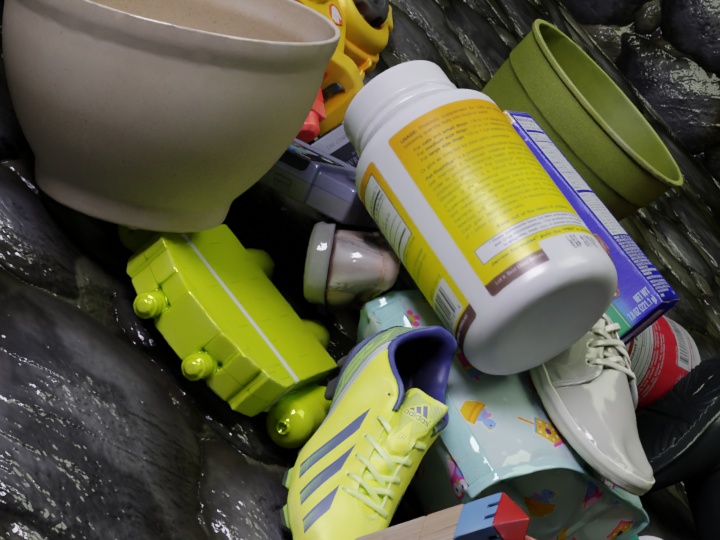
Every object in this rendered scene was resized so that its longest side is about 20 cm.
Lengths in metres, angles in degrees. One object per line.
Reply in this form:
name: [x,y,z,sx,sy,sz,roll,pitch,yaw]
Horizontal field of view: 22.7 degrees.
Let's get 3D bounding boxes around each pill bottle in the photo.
pill bottle: [0.206,0.069,1.568,0.200,0.112,0.112,26,28,-48]
pill bottle: [0.069,-0.039,1.146,0.109,0.109,0.200,19,34,-56]

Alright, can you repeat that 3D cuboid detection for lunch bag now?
lunch bag: [0.084,0.110,1.202,0.200,0.122,0.170,33,24,-53]

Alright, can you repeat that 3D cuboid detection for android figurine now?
android figurine: [-0.080,0.030,1.109,0.182,0.041,0.200,51,15,6]

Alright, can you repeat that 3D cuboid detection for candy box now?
candy box: [0.124,-0.001,1.433,0.200,0.169,0.077,52,15,13]

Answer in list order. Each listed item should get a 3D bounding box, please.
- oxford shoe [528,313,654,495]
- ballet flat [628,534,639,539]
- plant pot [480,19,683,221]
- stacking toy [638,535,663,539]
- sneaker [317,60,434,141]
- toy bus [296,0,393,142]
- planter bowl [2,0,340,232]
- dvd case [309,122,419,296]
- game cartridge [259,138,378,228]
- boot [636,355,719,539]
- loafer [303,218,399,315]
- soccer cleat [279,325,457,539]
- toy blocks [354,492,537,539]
oxford shoe: [0.148,0.060,1.174,0.075,0.058,0.200,30,28,-40]
ballet flat: [0.155,0.160,1.337,0.068,0.068,0.200,44,18,-20]
plant pot: [0.160,-0.093,1.661,0.200,0.193,0.200,42,19,-18]
stacking toy: [0.236,0.246,1.310,0.146,0.146,0.200,40,3,-24]
sneaker: [0.023,-0.075,1.382,0.076,0.200,0.105,-25,79,-27]
toy bus: [-0.056,-0.173,1.462,0.200,0.136,0.192,31,38,-48]
planter bowl: [-0.124,-0.103,1.076,0.200,0.135,0.200,13,18,-4]
dvd case: [0.051,-0.031,1.317,0.025,0.150,0.200,-36,95,-47]
game cartridge: [-0.060,-0.083,1.274,0.200,0.038,0.130,28,5,24]
boot: [0.294,0.185,1.556,0.073,0.198,0.163,10,-53,51]
loafer: [0.000,0.000,1.247,0.063,0.072,0.200,8,2,4]
soccer cleat: [0.010,0.105,1.046,0.065,0.084,0.200,49,36,-26]
toy blocks: [0.086,0.194,0.958,0.200,0.137,0.100,51,36,-22]
